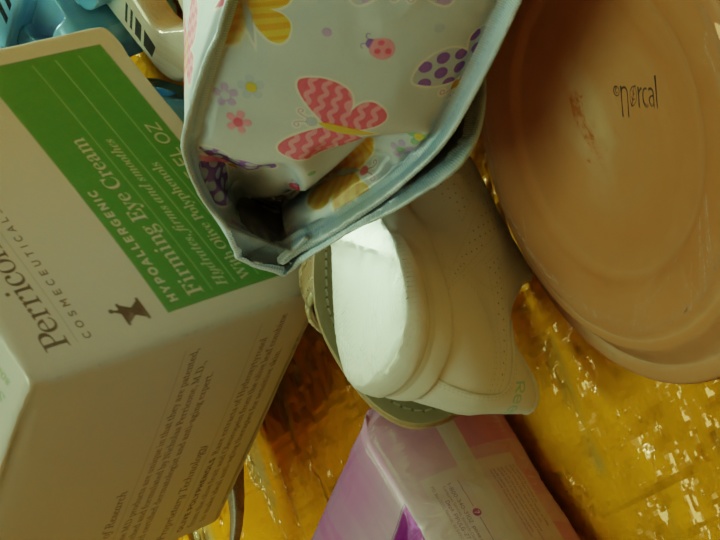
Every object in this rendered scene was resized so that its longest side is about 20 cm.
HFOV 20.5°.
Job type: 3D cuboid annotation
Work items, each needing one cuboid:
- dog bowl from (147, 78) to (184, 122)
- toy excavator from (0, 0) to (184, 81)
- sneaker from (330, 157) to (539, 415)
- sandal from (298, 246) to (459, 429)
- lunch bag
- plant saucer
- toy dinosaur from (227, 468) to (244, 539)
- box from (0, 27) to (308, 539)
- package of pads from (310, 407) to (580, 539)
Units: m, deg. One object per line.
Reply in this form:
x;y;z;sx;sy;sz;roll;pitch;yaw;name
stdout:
-0.105;-0.050;1.086;0.200;0.049;0.112;21;120;56;dog bowl
-0.128;-0.147;1.058;0.200;0.100;0.195;54;148;13;toy excavator
0.032;-0.020;0.836;0.075;0.088;0.200;-46;36;40;sneaker
0.005;-0.002;0.907;0.070;0.077;0.212;83;164;-55;sandal
-0.008;-0.122;0.759;0.170;0.127;0.200;-95;23;-47;lunch bag
0.100;-0.055;0.735;0.200;0.032;0.201;32;129;51;plant saucer
-0.077;0.070;1.095;0.106;0.060;0.200;104;153;-60;toy dinosaur
-0.163;0.025;0.981;0.199;0.171;0.200;49;138;25;box
0.055;0.158;0.860;0.200;0.076;0.121;59;149;29;package of pads
